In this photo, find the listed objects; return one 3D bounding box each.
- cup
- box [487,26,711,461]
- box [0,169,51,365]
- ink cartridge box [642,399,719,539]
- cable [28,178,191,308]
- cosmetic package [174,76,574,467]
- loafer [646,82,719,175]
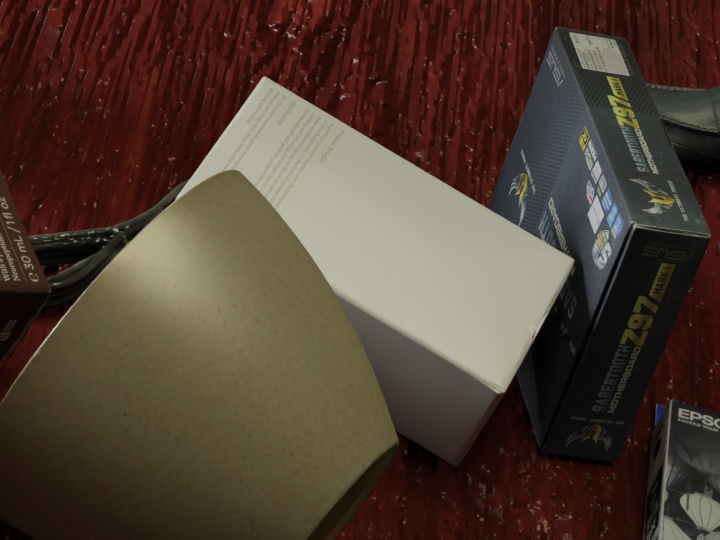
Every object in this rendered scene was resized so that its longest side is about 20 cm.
[{"bbox_3d":[-0.068,0.075,1.331,0.143,0.201,0.200,40,36,9],"label":"cup"},{"bbox_3d":[0.125,-0.017,1.579,0.051,0.158,0.201,8,35,-16],"label":"box"},{"bbox_3d":[-0.265,-0.009,1.404,0.199,0.075,0.101,-1,53,-39],"label":"box"},{"bbox_3d":[0.203,0.129,1.516,0.099,0.039,0.200,17,32,-3],"label":"ink cartridge box"},{"bbox_3d":[-0.116,-0.024,1.561,0.199,0.050,0.097,-1,44,-30],"label":"cable"},{"bbox_3d":[0.000,0.000,1.511,0.199,0.085,0.108,33,51,3],"label":"cosmetic package"},{"bbox_3d":[0.250,-0.097,1.842,0.199,0.071,0.068,13,33,-10],"label":"loafer"}]
